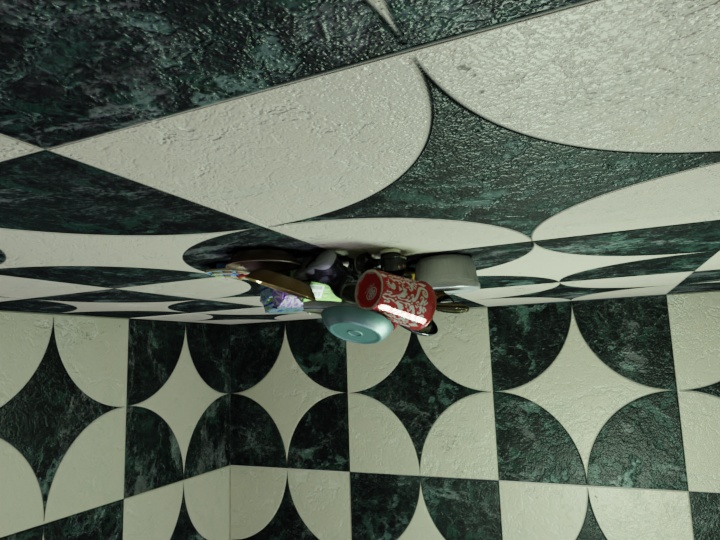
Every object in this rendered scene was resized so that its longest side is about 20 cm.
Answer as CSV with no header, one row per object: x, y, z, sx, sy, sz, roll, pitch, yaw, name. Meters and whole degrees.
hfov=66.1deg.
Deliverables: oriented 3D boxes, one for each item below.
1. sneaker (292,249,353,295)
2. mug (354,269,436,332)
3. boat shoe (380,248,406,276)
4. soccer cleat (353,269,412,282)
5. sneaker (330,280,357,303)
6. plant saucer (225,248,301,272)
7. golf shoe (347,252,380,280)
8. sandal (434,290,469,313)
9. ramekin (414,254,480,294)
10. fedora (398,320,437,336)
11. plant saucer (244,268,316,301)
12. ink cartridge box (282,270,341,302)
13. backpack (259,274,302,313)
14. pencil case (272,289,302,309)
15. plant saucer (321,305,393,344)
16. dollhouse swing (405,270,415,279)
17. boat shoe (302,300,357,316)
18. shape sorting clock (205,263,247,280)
-0.099,0.018,1.471,0.114,0.076,0.198,42,148,-20,sneaker
0.083,0.094,1.459,0.197,0.182,0.132,18,-177,-42,mug
0.089,-0.013,1.520,0.072,0.065,0.201,-6,172,8,boat shoe
0.061,0.021,1.646,0.195,0.070,0.085,10,156,-12,soccer cleat
0.015,0.069,1.566,0.195,0.069,0.090,9,-171,-14,sneaker
-0.251,-0.026,1.436,0.195,0.038,0.201,-2,172,0,plant saucer
0.000,0.000,1.528,0.092,0.080,0.200,-4,170,14,golf shoe
0.216,0.083,1.591,0.195,0.056,0.082,10,170,24,sandal
0.247,0.013,1.612,0.197,0.097,0.203,-2,171,0,ramekin
0.168,0.111,1.700,0.196,0.093,0.201,21,-159,-8,fedora
-0.204,0.033,1.448,0.195,0.036,0.200,18,173,2,plant saucer
-0.155,0.019,1.663,0.145,0.077,0.199,5,-157,-40,ink cartridge box
-0.237,0.077,1.819,0.198,0.158,0.161,25,155,-38,backpack
-0.180,0.075,1.726,0.196,0.086,0.085,2,175,-36,pencil case
-0.012,0.150,1.447,0.195,0.037,0.201,9,154,5,plant saucer
0.092,0.024,1.850,0.197,0.177,0.184,6,127,-40,dollhouse swing
-0.064,0.118,1.518,0.194,0.064,0.072,5,174,4,boat shoe
-0.352,0.008,1.618,0.194,0.040,0.200,-2,171,0,shape sorting clock
